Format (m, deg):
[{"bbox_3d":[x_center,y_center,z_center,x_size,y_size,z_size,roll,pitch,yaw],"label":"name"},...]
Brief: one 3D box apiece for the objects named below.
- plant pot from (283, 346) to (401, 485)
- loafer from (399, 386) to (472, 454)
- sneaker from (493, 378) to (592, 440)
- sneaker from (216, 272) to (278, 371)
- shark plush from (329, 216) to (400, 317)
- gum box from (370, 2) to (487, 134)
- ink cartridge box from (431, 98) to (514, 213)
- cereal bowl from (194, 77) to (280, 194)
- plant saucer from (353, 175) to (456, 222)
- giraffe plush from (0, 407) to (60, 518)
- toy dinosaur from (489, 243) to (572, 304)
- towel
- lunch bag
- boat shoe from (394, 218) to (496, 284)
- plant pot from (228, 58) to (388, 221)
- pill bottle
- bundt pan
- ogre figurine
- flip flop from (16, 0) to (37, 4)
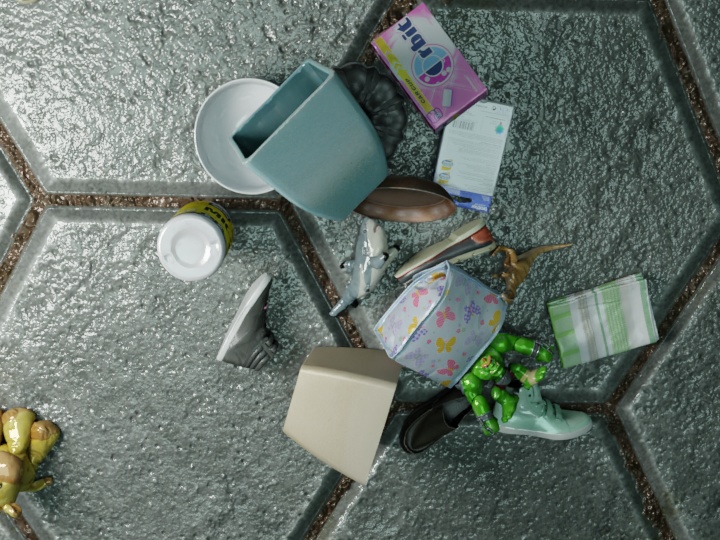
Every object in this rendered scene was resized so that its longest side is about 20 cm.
[{"bbox_3d":[-0.035,0.247,1.529,0.176,0.200,0.201,18,102,4],"label":"plant pot"},{"bbox_3d":[0.155,0.290,1.603,0.073,0.071,0.200,42,98,-12],"label":"loafer"},{"bbox_3d":[0.364,0.264,1.606,0.199,0.074,0.119,3,110,-2],"label":"sneaker"},{"bbox_3d":[-0.188,0.102,1.542,0.099,0.071,0.201,25,107,-11],"label":"sneaker"},{"bbox_3d":[0.000,0.000,1.548,0.083,0.091,0.201,33,122,9],"label":"shark plush"},{"bbox_3d":[0.117,-0.355,1.427,0.113,0.066,0.200,-36,89,5],"label":"gum box"},{"bbox_3d":[0.201,-0.216,1.500,0.119,0.042,0.201,10,100,-4],"label":"ink cartridge box"},{"bbox_3d":[-0.193,-0.240,1.448,0.199,0.083,0.201,-1,104,-4],"label":"cereal bowl"},{"bbox_3d":[0.072,-0.128,1.447,0.199,0.200,0.035,6,78,-5],"label":"plant saucer"},{"bbox_3d":[-0.672,0.374,1.527,0.171,0.162,0.201,4,103,-5],"label":"giraffe plush"},{"bbox_3d":[0.301,-0.012,1.541,0.106,0.060,0.200,41,61,4],"label":"toy dinosaur"},{"bbox_3d":[0.477,0.102,1.599,0.199,0.031,0.150,-17,103,1],"label":"towel"},{"bbox_3d":[0.154,0.091,1.509,0.169,0.127,0.200,28,109,-33],"label":"lunch bag"},{"bbox_3d":[0.159,-0.023,1.532,0.199,0.071,0.063,-30,106,0],"label":"boat shoe"},{"bbox_3d":[-0.067,-0.197,1.334,0.196,0.196,0.200,-45,115,3],"label":"plant pot"},{"bbox_3d":[-0.282,-0.059,1.426,0.114,0.200,0.115,-1,104,-3],"label":"pill bottle"},{"bbox_3d":[-0.009,-0.270,1.456,0.201,0.076,0.203,-1,103,-3],"label":"bundt pan"},{"bbox_3d":[0.263,0.199,1.535,0.120,0.098,0.200,37,105,1],"label":"ogre figurine"},{"bbox_3d":[-0.524,-0.534,1.369,0.200,0.058,0.081,-44,102,7],"label":"flip flop"}]
